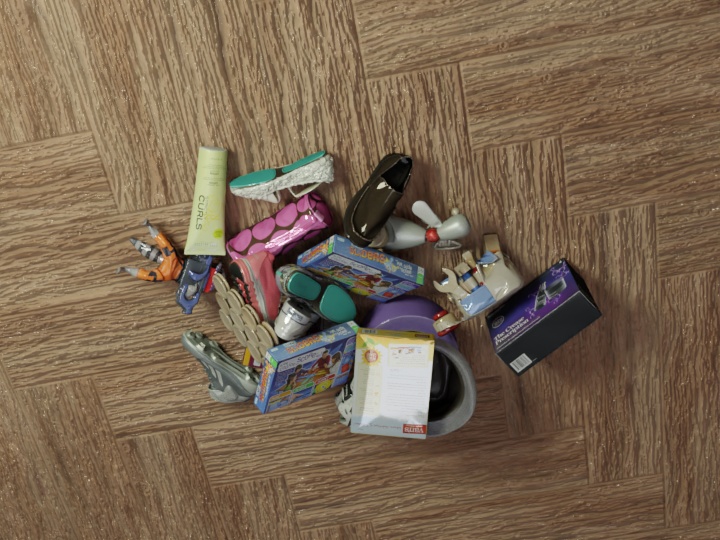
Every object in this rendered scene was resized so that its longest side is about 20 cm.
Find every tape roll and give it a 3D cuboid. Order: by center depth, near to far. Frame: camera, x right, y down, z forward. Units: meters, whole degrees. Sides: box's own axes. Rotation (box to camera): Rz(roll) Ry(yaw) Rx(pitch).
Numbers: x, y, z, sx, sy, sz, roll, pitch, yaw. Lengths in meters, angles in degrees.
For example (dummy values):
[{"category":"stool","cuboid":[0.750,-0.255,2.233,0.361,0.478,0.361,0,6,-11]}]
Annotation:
[{"category":"tape roll","cuboid":[0.093,0.156,1.792,0.200,0.085,0.200,-1,116,-2]}]

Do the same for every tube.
[{"category":"tube","cuboid":[-0.274,-0.124,1.635,0.058,0.052,0.200,13,106,18]}]

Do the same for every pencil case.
[{"category":"pencil case","cuboid":[-0.149,-0.066,1.665,0.200,0.094,0.091,-32,98,12]}]

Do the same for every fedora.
[{"category":"fedora","cuboid":[0.127,0.208,1.721,0.177,0.090,0.200,-31,103,10]}]

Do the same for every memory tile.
[{"category":"memory tile","cuboid":[-0.209,0.103,1.659,0.017,0.200,0.153,-30,144,-23]}]

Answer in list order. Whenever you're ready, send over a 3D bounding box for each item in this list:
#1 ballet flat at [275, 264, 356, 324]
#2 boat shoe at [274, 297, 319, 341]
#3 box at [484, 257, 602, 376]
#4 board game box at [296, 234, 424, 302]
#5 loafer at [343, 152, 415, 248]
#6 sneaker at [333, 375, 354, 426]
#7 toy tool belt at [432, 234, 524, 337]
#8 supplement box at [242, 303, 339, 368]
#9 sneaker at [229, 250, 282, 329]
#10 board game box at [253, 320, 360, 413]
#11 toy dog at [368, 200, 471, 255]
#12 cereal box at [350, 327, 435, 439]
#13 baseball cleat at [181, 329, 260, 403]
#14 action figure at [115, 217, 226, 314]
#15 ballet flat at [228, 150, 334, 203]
[{"category":"ballet flat","cuboid":[-0.086,0.039,1.656,0.072,0.072,0.200,-38,138,16]},{"category":"boat shoe","cuboid":[-0.124,0.096,1.651,0.071,0.200,0.070,35,92,-1]},{"category":"box","cuboid":[0.348,0.088,1.733,0.200,0.141,0.079,-40,109,17]},{"category":"board game box","cuboid":[0.000,0.000,1.667,0.200,0.035,0.135,21,153,-29]},{"category":"loafer","cuboid":[0.034,-0.133,1.591,0.073,0.071,0.200,31,70,-16]},{"category":"sneaker","cuboid":[-0.009,0.244,1.752,0.088,0.074,0.200,11,130,6]},{"category":"toy tool belt","cuboid":[0.203,0.025,1.711,0.200,0.125,0.123,-31,80,-3]},{"category":"supplement box","cuboid":[-0.123,0.139,1.776,0.200,0.086,0.111,12,116,-7]},{"category":"sneaker","cuboid":[-0.169,0.050,1.647,0.087,0.074,0.200,-31,131,-22]},{"category":"board game box","cuboid":[-0.094,0.176,1.650,0.200,0.034,0.136,-16,137,-39]},{"category":"toy dog","cuboid":[0.097,-0.091,1.664,0.200,0.132,0.097,-6,79,-3]},{"category":"cereal box","cuboid":[0.058,0.209,1.656,0.144,0.040,0.200,5,107,3]},{"category":"baseball cleat","cuboid":[-0.296,0.205,1.814,0.200,0.070,0.106,38,110,-18]},{"category":"action figure","cuboid":[-0.334,-0.031,1.700,0.193,0.105,0.200,28,85,-22]},{"category":"ballet flat","cuboid":[-0.139,-0.157,1.631,0.200,0.072,0.072,-16,116,9]}]
